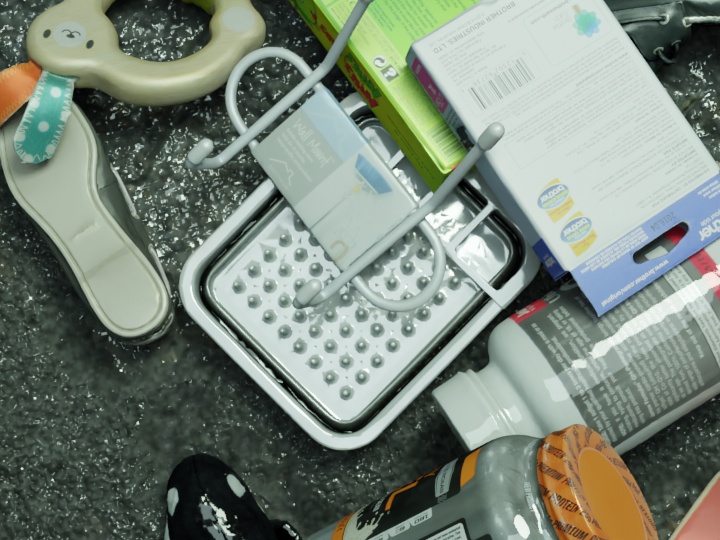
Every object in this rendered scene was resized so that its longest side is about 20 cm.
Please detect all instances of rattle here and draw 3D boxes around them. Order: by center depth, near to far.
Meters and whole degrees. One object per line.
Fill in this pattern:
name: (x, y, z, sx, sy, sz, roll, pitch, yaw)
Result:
rattle: (-0.156, -0.165, 0.931, 0.200, 0.143, 0.130, -22, 82, -22)

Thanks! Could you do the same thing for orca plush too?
orca plush: (-0.088, 0.215, 0.929, 0.105, 0.071, 0.200, 0, 82, 2)

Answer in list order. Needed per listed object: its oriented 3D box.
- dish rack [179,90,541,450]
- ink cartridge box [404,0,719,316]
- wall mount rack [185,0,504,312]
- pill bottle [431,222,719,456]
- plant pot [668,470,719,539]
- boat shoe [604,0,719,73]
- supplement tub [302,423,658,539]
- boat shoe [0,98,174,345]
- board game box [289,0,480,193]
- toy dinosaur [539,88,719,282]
dish rack: (0.000, 0.000, 0.971, 0.172, 0.044, 0.200, 44, 86, 6)
ink cartridge box: (0.131, -0.082, 0.898, 0.119, 0.042, 0.200, -33, 82, -11)
wall mount rack: (-0.006, -0.075, 0.907, 0.174, 0.075, 0.200, -41, 80, 16)
pill bottle: (0.150, 0.058, 0.923, 0.200, 0.111, 0.111, -32, 82, -3)
plant pot: (0.247, 0.224, 0.866, 0.177, 0.200, 0.200, 34, 84, 17)
boat shoe: (0.181, -0.159, 0.971, 0.199, 0.075, 0.066, 3, 95, 7)
supplement tub: (0.062, 0.173, 0.844, 0.200, 0.123, 0.123, -31, 81, 24)
boat shoe: (-0.184, -0.036, 0.983, 0.067, 0.057, 0.200, -28, 77, -5)
board game box: (0.032, -0.160, 0.952, 0.102, 0.048, 0.200, -34, 81, -12)
toy dinosaur: (0.203, -0.065, 0.973, 0.200, 0.047, 0.088, -18, 88, 3)
